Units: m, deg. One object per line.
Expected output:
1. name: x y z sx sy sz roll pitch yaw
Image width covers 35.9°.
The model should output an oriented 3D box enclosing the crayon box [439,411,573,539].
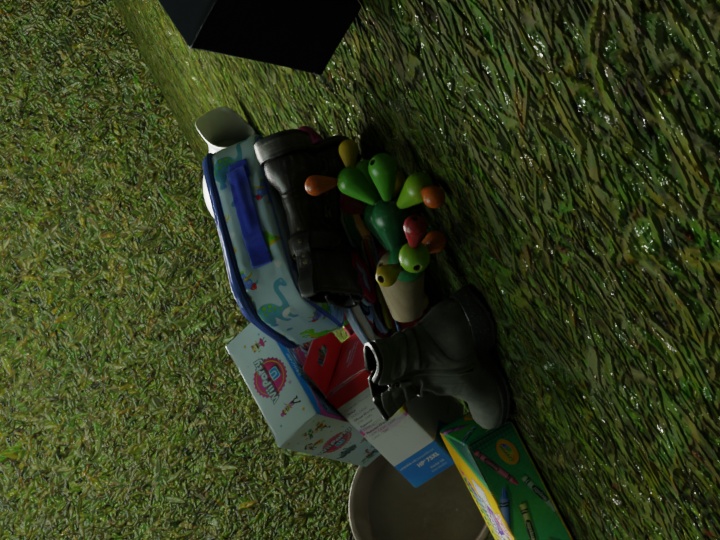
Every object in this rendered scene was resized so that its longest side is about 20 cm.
1. crayon box: 0.167 0.254 1.208 0.201 0.058 0.119 62 171 -5

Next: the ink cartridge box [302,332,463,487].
1. ink cartridge box: 0.030 0.139 1.294 0.200 0.067 0.116 46 -154 -16

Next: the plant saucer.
1. plant saucer: 0.080 0.277 1.352 0.200 0.200 0.029 54 -176 40

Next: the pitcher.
1. pitcher: -0.195 -0.153 1.875 0.171 0.121 0.201 35 146 35

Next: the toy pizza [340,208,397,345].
1. toy pizza: 0.000 0.000 1.232 0.200 0.032 0.201 -23 -90 -78

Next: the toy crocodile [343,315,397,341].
1. toy crocodile: -0.006 0.061 1.400 0.200 0.067 0.062 49 -174 -24

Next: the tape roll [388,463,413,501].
1. tape roll: 0.094 0.303 1.480 0.202 0.070 0.204 -11 -90 -78

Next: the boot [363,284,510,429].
1. boot: 0.069 0.107 1.080 0.068 0.130 0.201 53 168 43

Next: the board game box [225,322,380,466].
1. board game box: -0.054 0.146 1.322 0.200 0.064 0.148 25 -152 -56

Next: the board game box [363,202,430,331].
1. board game box: 0.048 0.013 1.194 0.200 0.039 0.159 68 -174 -63

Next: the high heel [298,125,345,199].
1. high heel: -0.064 -0.068 1.323 0.067 0.095 0.201 -4 103 57

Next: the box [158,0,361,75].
1. box: -0.111 -0.263 0.927 0.200 0.141 0.079 56 127 30

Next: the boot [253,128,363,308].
1. boot: -0.036 -0.045 1.113 0.200 0.069 0.175 -4 -106 -66

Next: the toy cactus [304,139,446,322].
1. toy cactus: 0.024 -0.025 1.013 0.200 0.102 0.166 45 151 55

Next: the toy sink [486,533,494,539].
1. toy sink: 0.150 0.402 1.359 0.200 0.130 0.112 46 180 -31

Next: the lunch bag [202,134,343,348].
1. lunch bag: -0.092 -0.030 1.152 0.161 0.082 0.201 44 -154 -66

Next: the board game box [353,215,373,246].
1. board game box: 0.001 -0.031 1.391 0.201 0.030 0.096 56 169 19
